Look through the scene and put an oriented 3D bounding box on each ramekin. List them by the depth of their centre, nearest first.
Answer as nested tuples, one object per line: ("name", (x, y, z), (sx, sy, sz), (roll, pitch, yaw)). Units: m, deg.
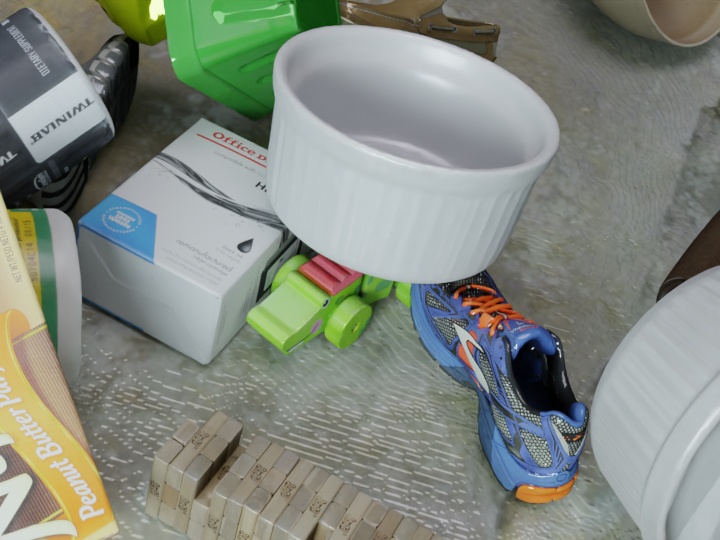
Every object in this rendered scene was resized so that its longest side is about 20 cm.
("ramekin", (0.232, 0.086, 0.775), (0.200, 0.204, 0.094), (-13, 40, -29))
("ramekin", (0.028, -0.080, 0.858), (0.198, 0.099, 0.201), (12, 34, -8))

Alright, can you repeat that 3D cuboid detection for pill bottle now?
("pill bottle", (-0.272, 0.022, 0.743), (0.197, 0.114, 0.113), (-3, 44, -20))
("pill bottle", (-0.270, -0.076, 0.824), (0.199, 0.107, 0.106), (-37, 59, -12))

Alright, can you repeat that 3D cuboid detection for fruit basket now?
("fruit basket", (-0.127, -0.203, 0.957), (0.213, 0.215, 0.158), (-5, 85, -23))

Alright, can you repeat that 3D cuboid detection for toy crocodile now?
("toy crocodile", (0.000, 0.000, 0.895), (0.067, 0.062, 0.199), (39, 46, 26))

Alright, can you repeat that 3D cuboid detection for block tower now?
("block tower", (-0.026, 0.154, 0.718), (0.198, 0.058, 0.054), (28, 42, 12))

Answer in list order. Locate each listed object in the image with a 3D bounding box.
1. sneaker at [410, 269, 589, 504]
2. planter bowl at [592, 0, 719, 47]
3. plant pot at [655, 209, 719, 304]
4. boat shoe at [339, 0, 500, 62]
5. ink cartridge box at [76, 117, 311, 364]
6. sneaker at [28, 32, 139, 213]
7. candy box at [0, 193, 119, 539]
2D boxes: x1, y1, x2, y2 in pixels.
("sneaker", (0.099, 0.053, 0.841), (0.075, 0.079, 0.201), (-11, 55, -30))
("planter bowl", (0.297, -0.340, 1.297), (0.199, 0.203, 0.134), (-21, 25, -35))
("plant pot", (0.323, 0.006, 0.926), (0.198, 0.188, 0.187), (-27, 55, -22))
("boat shoe", (0.048, -0.218, 1.095), (0.199, 0.077, 0.071), (7, 21, -47))
("ink cartridge box", (-0.102, -0.037, 0.898), (0.115, 0.068, 0.200), (26, 41, 11))
("sneaker", (-0.246, -0.132, 0.956), (0.114, 0.076, 0.201), (14, 41, 2))
("candy box", (-0.218, 0.067, 0.664), (0.114, 0.055, 0.202), (-19, 88, -23))
